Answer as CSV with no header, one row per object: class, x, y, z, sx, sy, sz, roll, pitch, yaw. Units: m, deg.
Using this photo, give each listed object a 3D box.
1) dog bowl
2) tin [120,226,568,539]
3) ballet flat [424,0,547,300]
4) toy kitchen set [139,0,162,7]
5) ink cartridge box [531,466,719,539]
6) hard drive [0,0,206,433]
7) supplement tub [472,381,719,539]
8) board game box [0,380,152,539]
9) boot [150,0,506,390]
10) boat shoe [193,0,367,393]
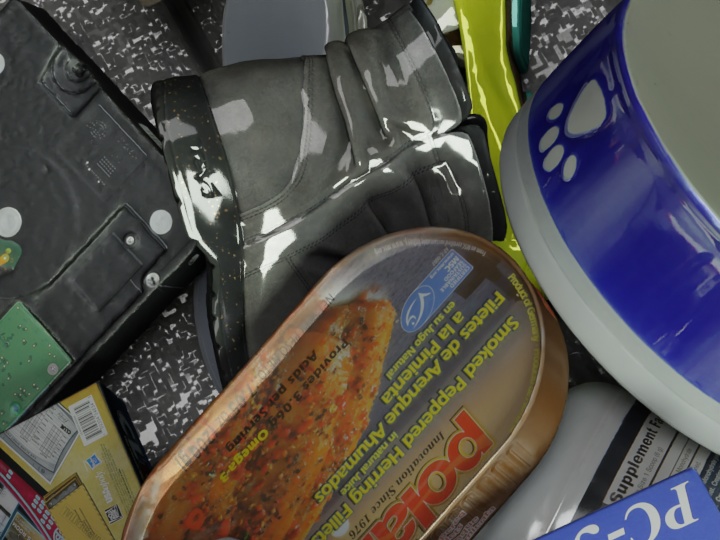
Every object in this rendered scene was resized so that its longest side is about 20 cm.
dog bowl,0.157,-0.020,0.903,0.200,0.200,0.079,51,125,14
tin,-0.005,0.075,0.851,0.200,0.042,0.112,-48,50,0
ballet flat,0.049,-0.081,0.998,0.067,0.067,0.201,-7,77,5
toy kitchen set,-0.203,-0.188,0.965,0.200,0.163,0.181,-29,52,-2
ink cartridge box,0.048,0.153,0.784,0.200,0.044,0.094,-23,64,-10
hard drive,-0.165,0.002,0.984,0.140,0.038,0.200,46,99,14
supplement tub,0.118,0.130,0.898,0.200,0.140,0.141,26,79,11
board game box,-0.122,0.163,0.904,0.135,0.035,0.200,-27,66,4
boot,0.000,0.000,0.917,0.131,0.070,0.200,-15,113,-5
boat shoe,-0.023,-0.036,0.988,0.073,0.065,0.201,13,101,26
